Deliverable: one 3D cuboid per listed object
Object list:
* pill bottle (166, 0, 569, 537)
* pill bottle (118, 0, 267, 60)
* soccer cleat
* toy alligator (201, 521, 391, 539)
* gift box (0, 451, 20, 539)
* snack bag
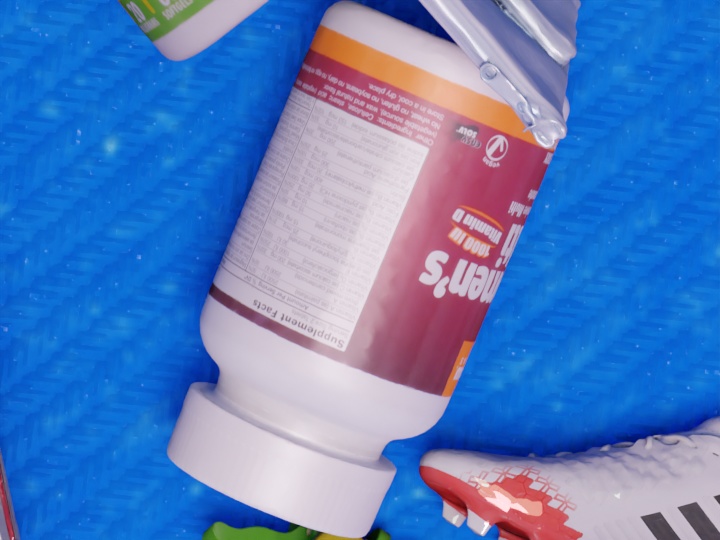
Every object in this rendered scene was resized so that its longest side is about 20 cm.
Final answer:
[{"bbox_3d":[0.000,0.000,1.189,0.109,0.110,0.201,22,95,-8],"label":"pill bottle"},{"bbox_3d":[-0.095,-0.193,1.154,0.111,0.111,0.200,-39,99,0],"label":"pill bottle"},{"bbox_3d":[0.122,0.096,1.239,0.199,0.069,0.085,19,86,-11],"label":"soccer cleat"},{"bbox_3d":[0.024,0.150,1.242,0.200,0.059,0.054,33,53,-9],"label":"toy alligator"},{"bbox_3d":[-0.237,0.069,1.139,0.199,0.185,0.187,-12,100,-10],"label":"gift box"},{"bbox_3d":[0.023,-0.145,1.132,0.021,0.200,0.189,-38,99,15],"label":"snack bag"}]
